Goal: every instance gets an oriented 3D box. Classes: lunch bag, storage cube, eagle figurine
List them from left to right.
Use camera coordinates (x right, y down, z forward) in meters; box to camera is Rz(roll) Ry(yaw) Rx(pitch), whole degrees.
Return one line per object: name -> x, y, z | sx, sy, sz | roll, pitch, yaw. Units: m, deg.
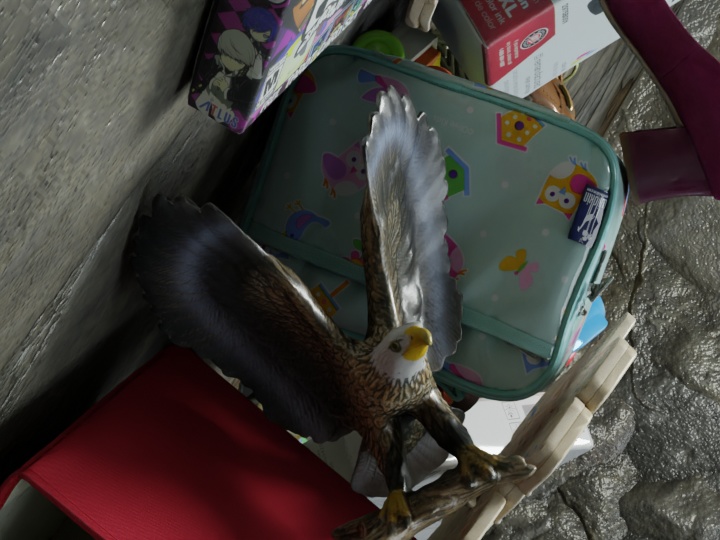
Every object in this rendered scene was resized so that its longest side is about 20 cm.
storage cube -> -0.103, 0.177, 1.058 | 0.171, 0.200, 0.180 | -54, 176, 27
eagle figurine -> 0.000, 0.031, 1.026 | 0.151, 0.201, 0.151 | -34, 172, 36
lunch bag -> 0.039, -0.021, 1.125 | 0.077, 0.199, 0.162 | 19, 92, -81

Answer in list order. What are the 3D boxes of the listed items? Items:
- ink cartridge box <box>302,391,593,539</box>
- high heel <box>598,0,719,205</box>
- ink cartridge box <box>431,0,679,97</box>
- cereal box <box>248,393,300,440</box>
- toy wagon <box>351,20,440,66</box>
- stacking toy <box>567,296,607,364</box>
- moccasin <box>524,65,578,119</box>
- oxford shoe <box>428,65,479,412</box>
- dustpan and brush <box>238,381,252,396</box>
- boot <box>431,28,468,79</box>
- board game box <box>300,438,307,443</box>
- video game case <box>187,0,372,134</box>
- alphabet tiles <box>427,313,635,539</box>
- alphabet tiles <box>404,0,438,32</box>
ink cartridge box -> 0.021, 0.134, 1.326 | 0.199, 0.045, 0.176 | -1, 155, -44
high heel -> 0.174, -0.136, 1.105 | 0.067, 0.095, 0.202 | -62, 141, -74
ink cartridge box -> 0.141, -0.196, 1.272 | 0.199, 0.083, 0.146 | -31, 167, -2
cereal box -> -0.081, 0.109, 1.312 | 0.143, 0.040, 0.200 | -36, -178, 24
toy wagon -> -0.017, -0.056, 1.271 | 0.201, 0.039, 0.155 | -57, 172, -11
stacking toy -> 0.051, 0.057, 1.340 | 0.200, 0.110, 0.116 | -44, 173, 29
moccasin -> 0.114, -0.134, 1.511 | 0.074, 0.077, 0.201 | -63, -165, 9
oxford shoe -> 0.043, -0.015, 1.209 | 0.072, 0.071, 0.202 | 6, 87, -55
dustpan and brush -> 0.000, 0.000, 1.262 | 0.199, 0.058, 0.140 | -31, -177, 5
boot -> 0.039, -0.041, 1.437 | 0.176, 0.066, 0.201 | -82, -168, -48
board game box -> -0.123, 0.185, 1.393 | 0.134, 0.029, 0.200 | -38, -175, 34
video game case -> 0.003, -0.180, 0.950 | 0.200, 0.036, 0.182 | -50, 167, -46
alphabet tiles -> 0.083, 0.112, 1.154 | 0.196, 0.015, 0.200 | -49, 178, -36
alphabet tiles -> 0.065, -0.221, 1.038 | 0.196, 0.014, 0.201 | -76, -173, -56
